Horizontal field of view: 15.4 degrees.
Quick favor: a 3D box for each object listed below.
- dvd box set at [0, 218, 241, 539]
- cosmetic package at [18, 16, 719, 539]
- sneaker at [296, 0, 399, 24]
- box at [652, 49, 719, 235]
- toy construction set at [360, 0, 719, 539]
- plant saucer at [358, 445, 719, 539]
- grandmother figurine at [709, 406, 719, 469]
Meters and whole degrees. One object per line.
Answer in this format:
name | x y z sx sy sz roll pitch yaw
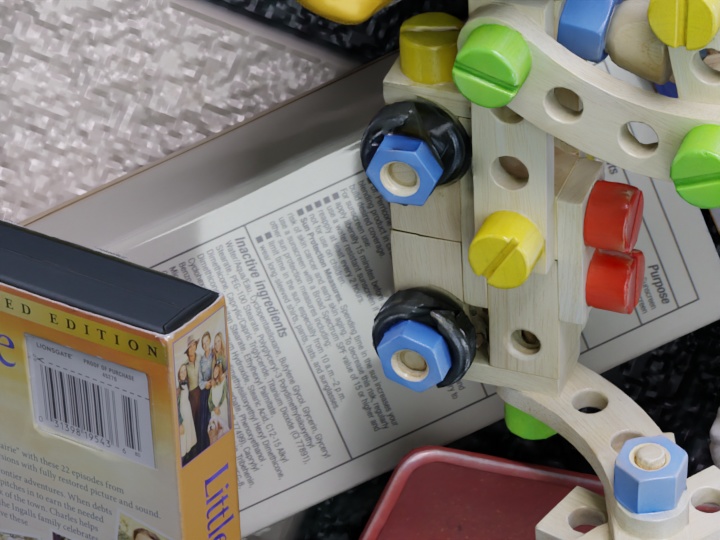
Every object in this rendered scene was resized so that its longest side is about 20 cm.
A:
dvd box set | -0.098 0.080 0.771 0.146 0.029 0.201 16 124 30
cosmetic package | 0.000 0.000 0.805 0.199 0.073 0.104 -24 109 -2
sneaker | 0.061 -0.114 0.634 0.199 0.082 0.078 -24 132 28
box | 0.150 -0.025 0.746 0.041 0.119 0.201 -45 124 -30
toy construction set | 0.066 -0.007 0.701 0.130 0.092 0.201 10 115 18
plant saucer | 0.058 0.140 0.839 0.199 0.037 0.200 13 118 -26
grandmother figurine | 0.170 0.112 0.784 0.060 0.121 0.200 -29 100 44
